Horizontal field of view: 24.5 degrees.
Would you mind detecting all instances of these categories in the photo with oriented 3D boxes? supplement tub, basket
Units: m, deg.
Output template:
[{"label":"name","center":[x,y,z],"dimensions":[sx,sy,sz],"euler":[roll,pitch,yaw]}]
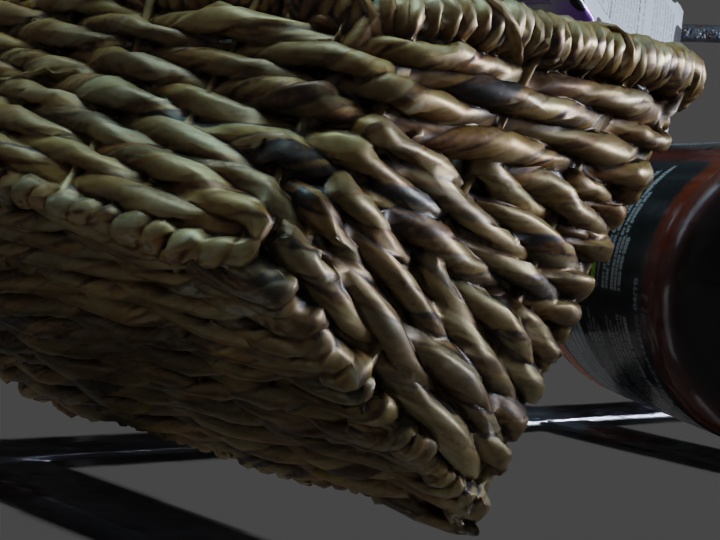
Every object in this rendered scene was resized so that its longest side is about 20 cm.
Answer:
[{"label":"supplement tub","center":[0.130,0.003,0.644],"dimensions":[0.106,0.108,0.200],"euler":[5,3,-10]},{"label":"basket","center":[-0.038,-0.044,0.440],"dimensions":[0.199,0.150,0.143],"euler":[10,-28,44]}]

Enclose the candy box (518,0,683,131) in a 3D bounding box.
[{"label":"candy box","center":[0.014,-0.123,0.659],"dimensions":[0.166,0.072,0.200],"euler":[-5,-32,31]}]
